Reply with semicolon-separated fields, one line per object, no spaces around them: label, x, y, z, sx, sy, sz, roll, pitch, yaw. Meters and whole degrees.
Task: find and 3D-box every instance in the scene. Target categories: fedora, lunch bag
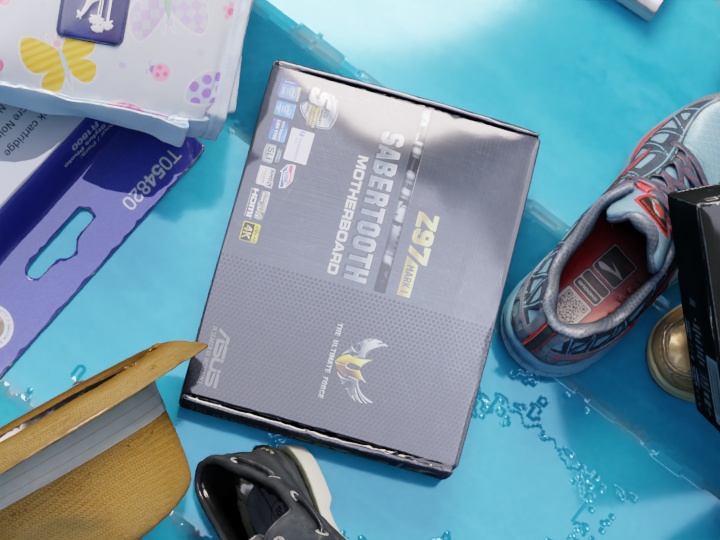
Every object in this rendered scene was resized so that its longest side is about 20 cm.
fedora;-0.151;0.110;1.186;0.200;0.201;0.082;-30;93;-9
lunch bag;-0.140;-0.172;1.232;0.169;0.127;0.200;12;61;-11

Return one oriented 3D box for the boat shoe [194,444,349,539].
boat shoe;-0.040;0.150;1.184;0.066;0.199;0.075;11;119;-25

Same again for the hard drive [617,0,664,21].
hard drive;0.122;-0.255;1.351;0.200;0.027;0.132;34;79;1

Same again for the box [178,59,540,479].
box;0.000;0.000;1.282;0.157;0.051;0.200;16;80;-3

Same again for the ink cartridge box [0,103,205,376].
ink cartridge box;-0.222;-0.066;1.280;0.200;0.041;0.200;40;79;2

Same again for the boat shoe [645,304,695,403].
boat shoe;0.260;0.029;1.287;0.200;0.076;0.072;-11;81;-7

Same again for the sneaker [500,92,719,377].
sneaker;0.163;-0.021;1.278;0.079;0.096;0.200;40;79;3

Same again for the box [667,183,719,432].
box;0.268;0.008;1.167;0.200;0.149;0.125;-9;94;2
